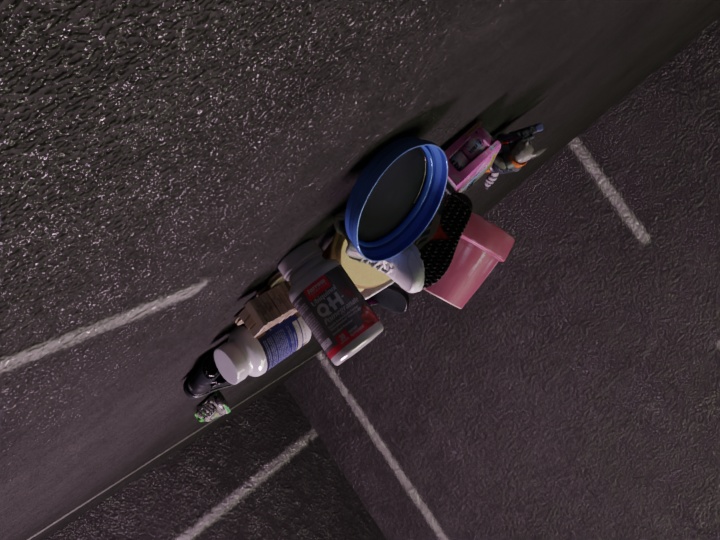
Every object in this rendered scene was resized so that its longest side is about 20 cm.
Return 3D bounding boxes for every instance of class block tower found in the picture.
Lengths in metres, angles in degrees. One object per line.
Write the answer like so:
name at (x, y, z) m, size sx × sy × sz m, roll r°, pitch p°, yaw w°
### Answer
block tower at (-0.141, 0.057, 1.471) m, size 0.058 × 0.054 × 0.199 m, roll -42°, pitch 172°, yaw 37°

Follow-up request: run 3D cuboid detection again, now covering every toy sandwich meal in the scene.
toy sandwich meal at (0.015, -0.052, 1.476) m, size 0.201 × 0.070 × 0.210 m, roll -16°, pitch 126°, yaw -22°

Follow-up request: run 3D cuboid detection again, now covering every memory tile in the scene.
memory tile at (-0.155, 0.031, 1.528) m, size 0.152 × 0.017 × 0.200 m, roll -32°, pitch 170°, yaw -46°

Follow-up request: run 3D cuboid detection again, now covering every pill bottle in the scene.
pill bottle at (-0.056, 0.052, 1.383) m, size 0.110 × 0.202 × 0.111 m, roll -35°, pitch 174°, yaw -4°
pill bottle at (-0.206, 0.150, 1.664) m, size 0.198 × 0.112 × 0.111 m, roll -33°, pitch 173°, yaw -36°

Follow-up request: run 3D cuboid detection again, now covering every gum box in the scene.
gum box at (0.201, -0.207, 1.533) m, size 0.113 × 0.066 × 0.200 m, roll -43°, pitch 174°, yaw 0°

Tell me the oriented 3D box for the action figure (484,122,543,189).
action figure at (0.330, -0.253, 1.773) m, size 0.196 × 0.107 × 0.193 m, roll -22°, pitch -176°, yaw -25°

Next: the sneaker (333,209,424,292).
sneaker at (0.024, -0.029, 1.318) m, size 0.098 × 0.200 × 0.079 m, roll -20°, pitch 144°, yaw -37°

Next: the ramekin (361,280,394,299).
ramekin at (0.000, 0.000, 1.653) m, size 0.197 × 0.099 × 0.201 m, roll -30°, pitch -176°, yaw 2°

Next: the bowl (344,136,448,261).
bowl at (0.054, -0.110, 1.215) m, size 0.199 × 0.039 × 0.204 m, roll -35°, pitch 145°, yaw -28°

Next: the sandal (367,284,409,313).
sandal at (0.014, 0.050, 1.781) m, size 0.048 × 0.196 × 0.077 m, roll -45°, pitch 140°, yaw -44°

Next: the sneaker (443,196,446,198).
sneaker at (0.204, -0.180, 1.783) m, size 0.114 × 0.073 × 0.199 m, roll -44°, pitch 171°, yaw 32°

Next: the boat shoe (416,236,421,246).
boat shoe at (0.102, -0.048, 1.592) m, size 0.070 × 0.204 × 0.068 m, roll -4°, pitch 144°, yaw -5°

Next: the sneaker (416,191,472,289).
sneaker at (0.147, -0.053, 1.524) m, size 0.203 × 0.069 × 0.093 m, roll -62°, pitch -176°, yaw -1°

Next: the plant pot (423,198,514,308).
plant pot at (0.194, -0.030, 1.653) m, size 0.182 × 0.197 × 0.200 m, roll -62°, pitch 172°, yaw 1°

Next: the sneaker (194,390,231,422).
sneaker at (-0.453, 0.426, 2.429) m, size 0.084 × 0.079 × 0.200 m, roll -32°, pitch 172°, yaw -30°

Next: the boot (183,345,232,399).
boot at (-0.291, 0.210, 1.777) m, size 0.198 × 0.078 × 0.168 m, roll -24°, pitch 171°, yaw -38°
